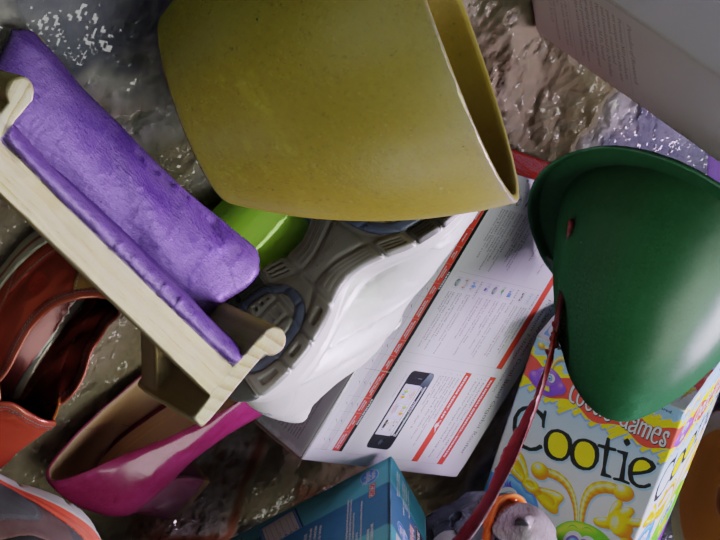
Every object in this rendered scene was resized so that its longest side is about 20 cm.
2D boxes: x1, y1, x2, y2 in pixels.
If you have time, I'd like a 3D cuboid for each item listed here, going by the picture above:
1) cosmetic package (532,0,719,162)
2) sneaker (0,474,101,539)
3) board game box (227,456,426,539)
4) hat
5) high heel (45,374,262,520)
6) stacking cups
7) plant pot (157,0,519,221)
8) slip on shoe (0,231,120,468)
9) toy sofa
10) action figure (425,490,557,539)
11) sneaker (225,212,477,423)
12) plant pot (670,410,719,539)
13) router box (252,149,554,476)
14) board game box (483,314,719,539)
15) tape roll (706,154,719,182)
[{"bbox_3d":[0.191,-0.138,1.471,0.101,0.200,0.071,-33,136,-19],"label":"cosmetic package"},{"bbox_3d":[-0.220,0.127,1.352,0.199,0.082,0.077,24,112,-14],"label":"sneaker"},{"bbox_3d":[-0.059,0.193,1.494,0.199,0.151,0.047,-28,103,8],"label":"board game box"},{"bbox_3d":[0.133,0.060,1.457,0.176,0.165,0.200,-57,151,-31],"label":"hat"},{"bbox_3d":[-0.090,0.057,1.474,0.096,0.067,0.201,19,106,-50],"label":"high heel"},{"bbox_3d":[-0.026,-0.051,1.453,0.200,0.060,0.061,-45,139,-5],"label":"stacking cups"},{"bbox_3d":[-0.019,-0.106,1.347,0.141,0.201,0.200,-19,138,9],"label":"plant pot"},{"bbox_3d":[-0.193,0.071,1.401,0.074,0.061,0.200,25,103,-50],"label":"slip on shoe"},{"bbox_3d":[-0.125,-0.024,1.318,0.098,0.083,0.200,-49,116,-10],"label":"toy sofa"},{"bbox_3d":[0.031,0.184,1.569,0.200,0.193,0.105,-29,96,-56],"label":"action figure"},{"bbox_3d":[0.000,0.000,1.438,0.200,0.075,0.087,-43,150,-3],"label":"sneaker"},{"bbox_3d":[0.323,0.164,1.836,0.182,0.200,0.201,6,116,-26],"label":"plant pot"},{"bbox_3d":[0.046,0.023,1.556,0.179,0.049,0.201,14,110,-58],"label":"router box"},{"bbox_3d":[0.146,0.116,1.653,0.103,0.105,0.201,-44,156,-51],"label":"board game box"},{"bbox_3d":[0.279,-0.037,1.645,0.200,0.065,0.201,13,75,-61],"label":"tape roll"}]
